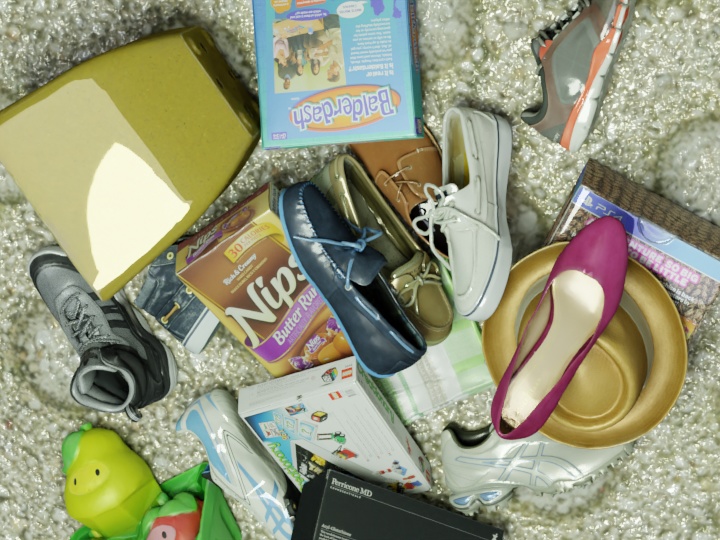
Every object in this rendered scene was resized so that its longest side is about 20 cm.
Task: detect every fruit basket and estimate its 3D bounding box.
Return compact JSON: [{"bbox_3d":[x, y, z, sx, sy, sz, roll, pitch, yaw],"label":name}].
[{"bbox_3d":[-0.244,0.265,1.744,0.213,0.156,0.218,1,123,1],"label":"fruit basket"}]

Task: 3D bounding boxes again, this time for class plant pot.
[{"bbox_3d":[-0.201,-0.123,1.578,0.199,0.194,0.197,-33,98,11],"label":"plant pot"}]

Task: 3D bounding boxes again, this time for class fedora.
[{"bbox_3d":[0.197,0.078,1.504,0.198,0.082,0.203,4,108,11],"label":"fedora"}]

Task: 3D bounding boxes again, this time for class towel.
[{"bbox_3d":[0.026,0.087,1.679,0.198,0.031,0.150,-24,102,18],"label":"towel"}]

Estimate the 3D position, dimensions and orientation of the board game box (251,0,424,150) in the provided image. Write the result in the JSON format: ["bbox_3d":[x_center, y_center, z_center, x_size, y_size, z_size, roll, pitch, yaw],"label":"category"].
[{"bbox_3d":[-0.023,-0.217,1.557,0.150,0.045,0.203,-3,93,13],"label":"board game box"}]

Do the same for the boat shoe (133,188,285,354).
[{"bbox_3d":[-0.147,-0.015,1.660,0.090,0.071,0.201,35,112,0],"label":"boat shoe"}]

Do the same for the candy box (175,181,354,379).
[{"bbox_3d":[-0.071,0.025,1.605,0.116,0.057,0.200,-33,118,17],"label":"candy box"}]

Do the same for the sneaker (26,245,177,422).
[{"bbox_3d":[-0.270,0.065,1.690,0.075,0.114,0.200,-40,96,20],"label":"sneaker"}]

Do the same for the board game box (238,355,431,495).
[{"bbox_3d":[-0.022,0.168,1.660,0.125,0.035,0.201,-16,137,16],"label":"board game box"}]

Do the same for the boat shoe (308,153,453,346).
[{"bbox_3d":[0.026,-0.018,1.598,0.202,0.073,0.063,56,141,1],"label":"boat shoe"}]

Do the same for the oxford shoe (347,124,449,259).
[{"bbox_3d":[0.045,-0.092,1.595,0.071,0.071,0.200,-41,94,23],"label":"oxford shoe"}]

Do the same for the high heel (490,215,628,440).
[{"bbox_3d":[0.170,0.051,1.409,0.067,0.096,0.202,23,105,11],"label":"high heel"}]

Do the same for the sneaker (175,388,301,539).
[{"bbox_3d":[-0.115,0.216,1.728,0.072,0.072,0.201,-34,95,14],"label":"sneaker"}]

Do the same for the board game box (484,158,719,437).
[{"bbox_3d":[0.233,0.027,1.578,0.158,0.097,0.201,28,111,2],"label":"board game box"}]

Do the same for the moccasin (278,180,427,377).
[{"bbox_3d":[0.000,0.000,1.544,0.068,0.081,0.201,-21,111,36],"label":"moccasin"}]

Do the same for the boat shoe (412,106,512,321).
[{"bbox_3d":[0.089,-0.058,1.535,0.085,0.074,0.205,15,71,-30],"label":"boat shoe"}]

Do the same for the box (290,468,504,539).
[{"bbox_3d":[0.029,0.298,1.653,0.198,0.143,0.079,21,157,-16],"label":"box"}]

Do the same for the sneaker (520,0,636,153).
[{"bbox_3d":[0.195,-0.208,1.523,0.081,0.077,0.202,21,111,11],"label":"sneaker"}]

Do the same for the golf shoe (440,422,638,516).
[{"bbox_3d":[0.170,0.172,1.654,0.198,0.078,0.098,-17,98,16],"label":"golf shoe"}]
